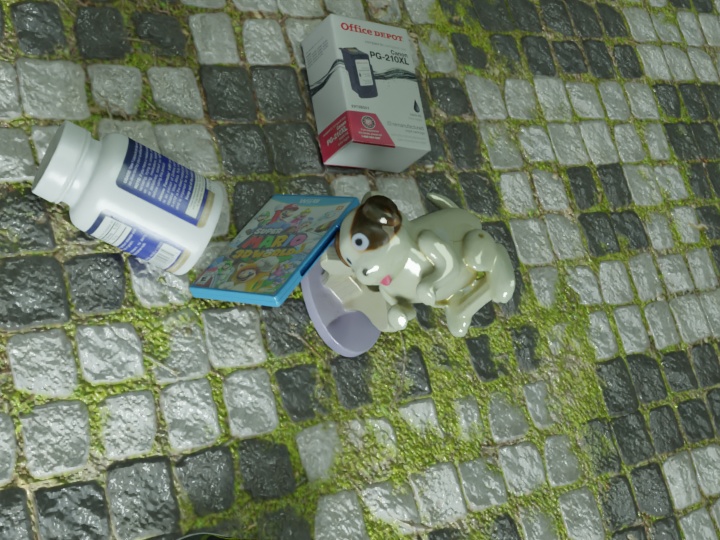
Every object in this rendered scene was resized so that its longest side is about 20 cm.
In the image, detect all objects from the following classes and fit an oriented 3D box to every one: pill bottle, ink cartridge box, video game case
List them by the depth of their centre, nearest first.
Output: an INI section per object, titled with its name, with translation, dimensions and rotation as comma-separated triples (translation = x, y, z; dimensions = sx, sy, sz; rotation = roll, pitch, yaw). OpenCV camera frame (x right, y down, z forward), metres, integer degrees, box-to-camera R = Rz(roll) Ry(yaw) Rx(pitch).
[pill bottle]
translation = -0.271, -0.088, 1.219
dimensions = 0.198, 0.119, 0.121
rotation = 27, 56, -24
[video game case]
translation = -0.105, -0.030, 1.307
dimensions = 0.201, 0.141, 0.018
rotation = -52, 132, -38
[ink cartridge box]
translation = 0.008, -0.256, 1.517
dimensions = 0.143, 0.084, 0.204
rotation = 2, 69, -35

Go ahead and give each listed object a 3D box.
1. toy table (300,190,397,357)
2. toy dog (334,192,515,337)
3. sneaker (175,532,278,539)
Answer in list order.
[toy table]
translation = 0.000, 0.000, 1.379
dimensions = 0.182, 0.117, 0.203
rotation = -9, 76, -38
[toy dog]
translation = 0.069, -0.026, 1.278
dimensions = 0.197, 0.139, 0.197
rotation = 10, 65, -30
[sneaker]
translation = -0.128, 0.324, 1.162
dimensions = 0.197, 0.084, 0.076
rotation = 9, 64, -33
